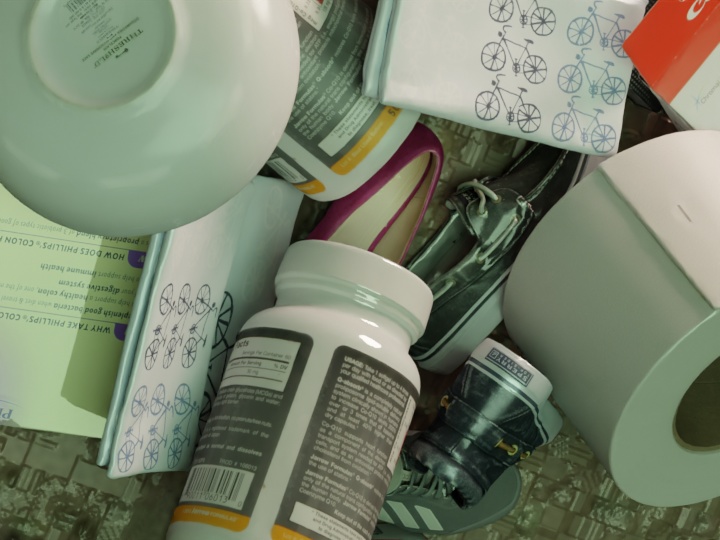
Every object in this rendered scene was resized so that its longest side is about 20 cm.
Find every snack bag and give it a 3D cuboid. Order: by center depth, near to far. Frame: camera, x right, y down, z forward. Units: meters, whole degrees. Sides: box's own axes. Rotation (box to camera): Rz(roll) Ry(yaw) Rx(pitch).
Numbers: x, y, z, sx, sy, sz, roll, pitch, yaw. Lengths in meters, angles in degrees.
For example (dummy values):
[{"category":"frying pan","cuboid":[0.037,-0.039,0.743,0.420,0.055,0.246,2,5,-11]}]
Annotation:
[{"category":"snack bag","cuboid":[0.099,-0.182,1.430,0.188,0.021,0.201,12,89,-33]},{"category":"snack bag","cuboid":[-0.090,0.031,1.430,0.021,0.200,0.190,14,92,20]}]

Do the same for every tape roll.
[{"category":"tape roll","cuboid":[0.209,0.031,1.496,0.202,0.139,0.203,-20,139,-18]}]

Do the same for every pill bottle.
[{"category":"pill bottle","cuboid":[-0.031,0.092,1.407,0.116,0.116,0.201,27,71,-20]},{"category":"pill bottle","cuboid":[-0.062,-0.142,1.434,0.200,0.116,0.117,39,90,-21]}]

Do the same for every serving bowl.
[{"category":"serving bowl","cuboid":[-0.136,-0.123,1.314,0.199,0.066,0.201,-2,80,9]}]

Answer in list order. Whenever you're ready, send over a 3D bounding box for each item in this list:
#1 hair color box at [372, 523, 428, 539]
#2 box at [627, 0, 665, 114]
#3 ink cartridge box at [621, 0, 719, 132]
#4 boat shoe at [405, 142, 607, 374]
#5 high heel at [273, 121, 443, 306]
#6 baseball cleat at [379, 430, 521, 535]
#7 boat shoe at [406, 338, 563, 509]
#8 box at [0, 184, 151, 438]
[{"category":"hair color box","cuboid":[0.013,0.218,1.495,0.101,0.200,0.062,1,103,-16]},{"category":"box","cuboid":[0.173,-0.225,1.520,0.200,0.044,0.160,43,89,-20]},{"category":"ink cartridge box","cuboid":[0.254,-0.154,1.497,0.057,0.200,0.163,39,90,22]},{"category":"boat shoe","cuboid":[0.086,-0.026,1.526,0.071,0.072,0.200,34,94,-24]},{"category":"high heel","cuboid":[0.000,0.000,1.495,0.067,0.096,0.201,24,95,-20]},{"category":"baseball cleat","cuboid":[0.025,0.135,1.528,0.199,0.106,0.070,8,86,-20]},{"category":"boat shoe","cuboid":[0.073,0.103,1.496,0.071,0.200,0.091,36,84,13]},{"category":"box","cuboid":[-0.194,-0.010,1.438,0.175,0.097,0.201,8,99,-17]}]
